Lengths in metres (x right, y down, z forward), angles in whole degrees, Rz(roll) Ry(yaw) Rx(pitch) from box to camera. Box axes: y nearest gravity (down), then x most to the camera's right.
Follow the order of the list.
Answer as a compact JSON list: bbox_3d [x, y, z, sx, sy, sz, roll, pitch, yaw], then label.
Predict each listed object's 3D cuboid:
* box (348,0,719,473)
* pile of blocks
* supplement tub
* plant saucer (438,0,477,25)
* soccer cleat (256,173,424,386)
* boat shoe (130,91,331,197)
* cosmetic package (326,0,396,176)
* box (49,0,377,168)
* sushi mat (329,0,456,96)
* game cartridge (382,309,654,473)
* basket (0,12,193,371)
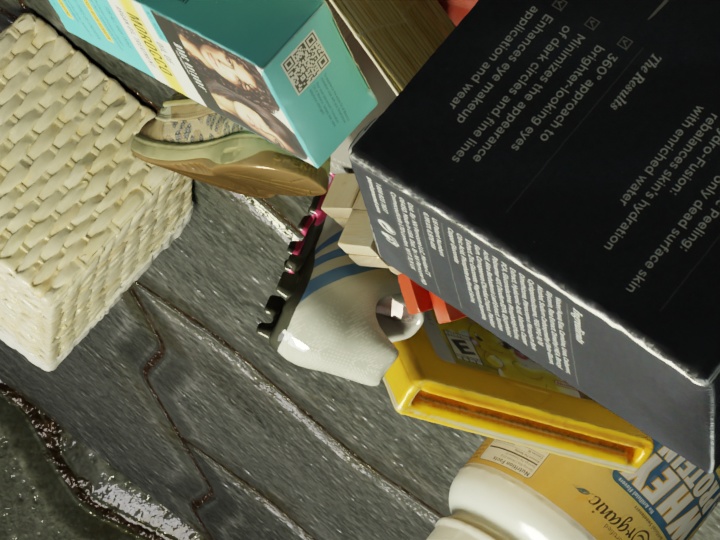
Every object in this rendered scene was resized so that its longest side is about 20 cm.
[{"bbox_3d":[0.135,-0.050,1.120,0.200,0.197,0.117,34,163,22],"label":"box"},{"bbox_3d":[0.068,0.012,1.355,0.200,0.062,0.082,21,159,6],"label":"pile of blocks"},{"bbox_3d":[0.149,0.139,1.580,0.145,0.200,0.145,36,164,13],"label":"supplement tub"},{"bbox_3d":[0.018,-0.191,1.302,0.200,0.037,0.200,22,156,47],"label":"plant saucer"},{"bbox_3d":[0.000,0.000,1.420,0.086,0.200,0.070,26,125,-4],"label":"soccer cleat"},{"bbox_3d":[-0.065,-0.078,1.340,0.073,0.063,0.200,17,176,-29],"label":"boat shoe"},{"bbox_3d":[-0.035,-0.144,1.331,0.107,0.090,0.200,25,156,33],"label":"cosmetic package"},{"bbox_3d":[-0.087,-0.129,1.242,0.200,0.049,0.082,30,161,37],"label":"box"},{"bbox_3d":[-0.008,-0.159,1.193,0.200,0.012,0.096,54,-153,-1],"label":"sushi mat"},{"bbox_3d":[0.075,0.033,1.498,0.176,0.032,0.200,16,-148,-29],"label":"game cartridge"},{"bbox_3d":[-0.260,-0.066,1.981,0.198,0.200,0.161,39,158,5],"label":"basket"}]
